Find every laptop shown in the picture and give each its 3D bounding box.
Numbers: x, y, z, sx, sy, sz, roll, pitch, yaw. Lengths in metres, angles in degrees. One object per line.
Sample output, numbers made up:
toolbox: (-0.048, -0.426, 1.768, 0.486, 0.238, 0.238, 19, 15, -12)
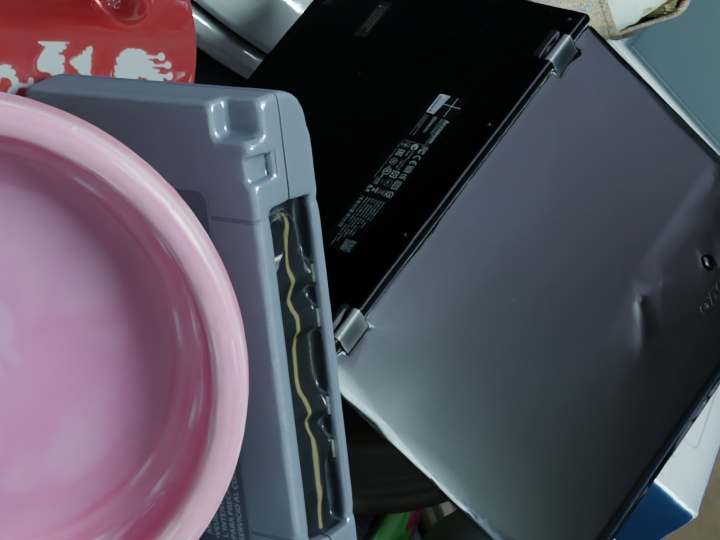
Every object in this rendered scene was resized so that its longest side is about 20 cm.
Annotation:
laptop: (0.035, -0.003, 1.008, 0.188, 0.199, 0.116, -52, 138, -24)

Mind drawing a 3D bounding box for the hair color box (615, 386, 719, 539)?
hair color box: (0.120, 0.024, 1.149, 0.100, 0.060, 0.200, 41, 43, -12)

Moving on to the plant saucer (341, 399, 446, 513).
plant saucer: (0.000, 0.000, 1.034, 0.199, 0.030, 0.201, 1, 64, -3)

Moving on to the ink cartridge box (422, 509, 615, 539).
ink cartridge box: (0.090, 0.204, 1.028, 0.200, 0.085, 0.145, 43, 49, -8)

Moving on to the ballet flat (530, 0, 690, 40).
ballet flat: (0.127, -0.147, 1.266, 0.200, 0.067, 0.069, -27, 106, -71)

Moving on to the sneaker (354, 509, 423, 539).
sneaker: (-0.012, 0.051, 1.073, 0.083, 0.077, 0.201, 3, 61, -4)

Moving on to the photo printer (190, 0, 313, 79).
photo printer: (-0.041, -0.176, 1.188, 0.166, 0.069, 0.201, 36, 44, -18)

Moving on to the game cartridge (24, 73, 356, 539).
game cartridge: (-0.067, 0.028, 0.936, 0.040, 0.133, 0.201, -25, 115, -48)

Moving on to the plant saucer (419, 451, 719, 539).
plant saucer: (0.102, 0.093, 1.165, 0.199, 0.029, 0.201, 22, 49, -28)

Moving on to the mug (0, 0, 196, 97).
mug: (-0.154, -0.084, 0.959, 0.199, 0.177, 0.134, -1, 92, -47)

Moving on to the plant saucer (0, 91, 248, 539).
plant saucer: (-0.137, 0.031, 0.887, 0.200, 0.201, 0.051, 42, 16, -12)
